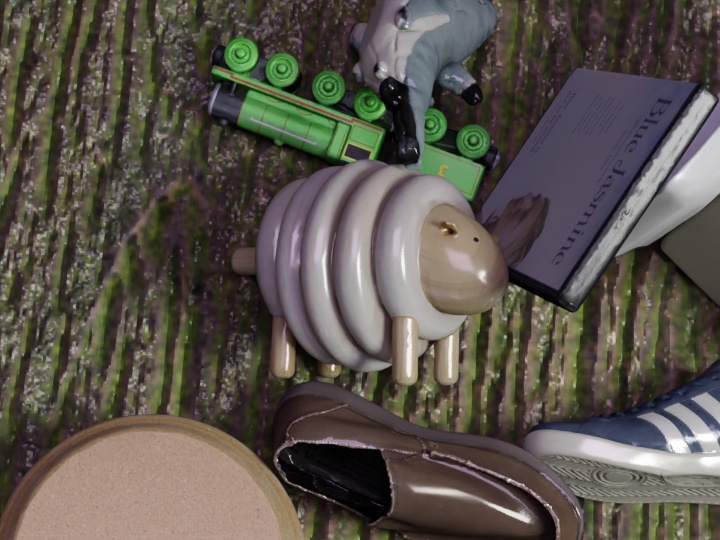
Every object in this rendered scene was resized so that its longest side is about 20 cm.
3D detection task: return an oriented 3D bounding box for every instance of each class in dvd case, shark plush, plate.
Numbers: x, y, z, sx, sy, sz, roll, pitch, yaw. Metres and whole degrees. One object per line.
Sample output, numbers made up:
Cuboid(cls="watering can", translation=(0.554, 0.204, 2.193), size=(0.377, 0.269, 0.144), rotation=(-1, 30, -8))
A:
Cuboid(cls="dvd case", translation=(0.127, -0.053, 1.127), size=(0.017, 0.200, 0.143), rotation=(35, 89, -16))
Cuboid(cls="shark plush", translation=(0.046, -0.134, 1.183), size=(0.083, 0.200, 0.091), rotation=(28, 113, -12))
Cuboid(cls="plate", translation=(0.224, -0.086, 1.155), size=(0.032, 0.200, 0.200), rotation=(43, 74, 0))

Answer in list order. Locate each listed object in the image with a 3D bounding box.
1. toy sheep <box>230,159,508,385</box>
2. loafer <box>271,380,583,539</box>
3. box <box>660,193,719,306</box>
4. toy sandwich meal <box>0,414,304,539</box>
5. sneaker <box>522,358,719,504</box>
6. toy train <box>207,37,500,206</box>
Cuboid(cls="toy sheep", translation=(0.000, 0.000, 1.147), size=(0.198, 0.138, 0.139), rotation=(1, 68, 31))
Cuboid(cls="loafer", translation=(0.032, 0.134, 1.127), size=(0.198, 0.074, 0.071), rotation=(18, 29, 11))
Cuboid(cls="box", translation=(0.261, -0.042, 1.136), size=(0.078, 0.200, 0.095), rotation=(44, 76, 3))
Cuboid(cls="toy sandwich meal", translation=(-0.127, 0.186, 1.116), size=(0.203, 0.070, 0.208), rotation=(2, 70, -6))
Cuboid(cls="sneaker", translation=(0.195, 0.094, 1.163), size=(0.198, 0.075, 0.085), rotation=(6, 67, -9))
Cuboid(cls="toy train", translation=(-0.008, -0.092, 1.226), size=(0.198, 0.042, 0.057), rotation=(20, 82, 3))
